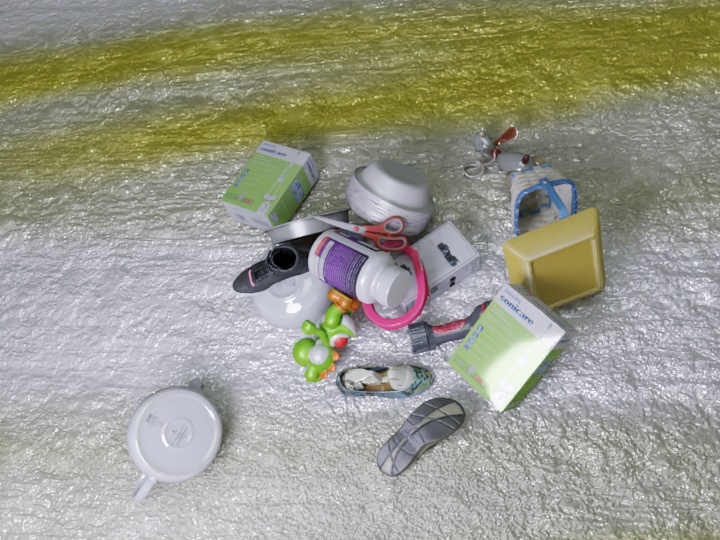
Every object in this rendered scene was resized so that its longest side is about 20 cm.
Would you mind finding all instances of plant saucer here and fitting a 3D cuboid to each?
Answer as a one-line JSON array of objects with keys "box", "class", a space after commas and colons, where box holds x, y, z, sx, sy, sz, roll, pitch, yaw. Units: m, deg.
[{"box": [0.396, -0.002, 1.339, 0.199, 0.201, 0.049, -21, 35, 0], "class": "plant saucer"}]

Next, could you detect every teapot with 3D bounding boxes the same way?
[{"box": [-0.380, 0.333, 1.361, 0.199, 0.146, 0.198, -15, 82, -29], "class": "teapot"}]

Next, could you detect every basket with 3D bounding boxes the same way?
[{"box": [0.391, -0.120, 1.424, 0.138, 0.177, 0.201, -11, 48, 2], "class": "basket"}]

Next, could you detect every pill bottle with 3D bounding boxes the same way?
[{"box": [0.000, 0.000, 1.380, 0.199, 0.112, 0.112, 26, 69, 31], "class": "pill bottle"}]

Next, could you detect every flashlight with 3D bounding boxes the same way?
[{"box": [0.196, 0.112, 1.401, 0.199, 0.068, 0.068, -13, 33, 6], "class": "flashlight"}]

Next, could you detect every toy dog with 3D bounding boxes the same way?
[{"box": [0.336, -0.268, 1.566, 0.199, 0.096, 0.132, 23, 68, 23], "class": "toy dog"}]

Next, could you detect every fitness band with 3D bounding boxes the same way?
[{"box": [0.069, 0.028, 1.424, 0.143, 0.037, 0.201, -17, 61, 15], "class": "fitness band"}]

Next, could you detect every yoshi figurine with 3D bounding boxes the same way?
[{"box": [-0.083, 0.131, 1.419, 0.112, 0.112, 0.201, 23, 95, -20], "class": "yoshi figurine"}]

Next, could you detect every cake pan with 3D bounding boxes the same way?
[{"box": [-0.113, -0.095, 1.488, 0.199, 0.200, 0.037, -14, 93, 4], "class": "cake pan"}]

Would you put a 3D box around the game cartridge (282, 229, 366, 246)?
[{"box": [-0.089, -0.036, 1.566, 0.199, 0.042, 0.134, 0, 57, 12], "class": "game cartridge"}]

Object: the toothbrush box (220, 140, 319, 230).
[{"box": [-0.217, -0.202, 1.645, 0.145, 0.086, 0.201, 19, 66, 26], "class": "toothbrush box"}]

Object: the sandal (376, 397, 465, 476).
[{"box": [0.114, 0.318, 1.311, 0.201, 0.057, 0.080, -40, 65, 6], "class": "sandal"}]

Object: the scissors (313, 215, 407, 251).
[{"box": [0.002, -0.077, 1.405, 0.199, 0.014, 0.074, 1, 93, -13], "class": "scissors"}]

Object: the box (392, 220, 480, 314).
[{"box": [0.150, -0.005, 1.479, 0.200, 0.060, 0.117, -35, 59, -7], "class": "box"}]

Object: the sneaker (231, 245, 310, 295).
[{"box": [-0.198, -0.004, 1.429, 0.199, 0.099, 0.071, -19, 73, 12], "class": "sneaker"}]

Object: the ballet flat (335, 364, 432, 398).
[{"box": [0.045, 0.221, 1.370, 0.199, 0.074, 0.075, -7, 60, 8], "class": "ballet flat"}]

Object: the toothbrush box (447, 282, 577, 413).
[{"box": [0.288, 0.146, 1.295, 0.146, 0.086, 0.201, 42, 110, 28], "class": "toothbrush box"}]

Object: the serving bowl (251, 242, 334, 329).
[{"box": [-0.159, 0.028, 1.498, 0.199, 0.066, 0.201, -4, 75, 14], "class": "serving bowl"}]

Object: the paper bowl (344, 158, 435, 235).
[{"box": [0.073, -0.173, 1.506, 0.200, 0.105, 0.201, 18, 28, -10], "class": "paper bowl"}]
